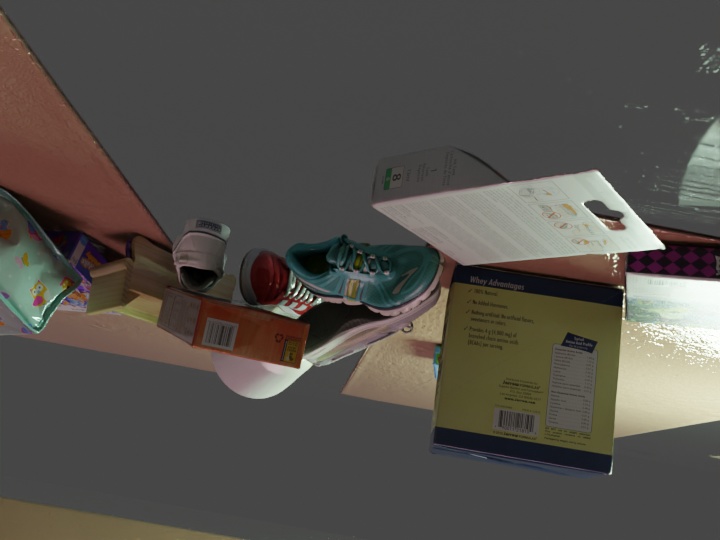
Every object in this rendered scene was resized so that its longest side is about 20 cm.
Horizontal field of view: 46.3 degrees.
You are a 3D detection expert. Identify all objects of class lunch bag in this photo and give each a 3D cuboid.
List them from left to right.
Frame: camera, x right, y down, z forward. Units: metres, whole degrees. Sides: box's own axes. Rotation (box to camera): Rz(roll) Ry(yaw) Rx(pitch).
[{"bbox_3d":[-0.469,-0.020,1.024,0.168,0.123,0.201,-4,133,38],"label":"lunch bag"}]

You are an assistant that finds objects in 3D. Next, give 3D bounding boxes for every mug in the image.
[{"bbox_3d":[-0.116,0.087,1.219,0.149,0.188,0.153,42,153,-10],"label":"mug"}]

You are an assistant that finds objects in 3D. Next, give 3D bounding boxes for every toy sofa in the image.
[{"bbox_3d":[-0.263,0.034,1.141,0.082,0.100,0.198,-11,156,38],"label":"toy sofa"}]

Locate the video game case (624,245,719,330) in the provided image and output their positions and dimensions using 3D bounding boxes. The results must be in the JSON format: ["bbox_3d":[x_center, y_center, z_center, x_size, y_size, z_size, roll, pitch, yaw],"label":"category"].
[{"bbox_3d":[0.364,0.023,0.835,0.195,0.037,0.181,5,163,20],"label":"video game case"}]

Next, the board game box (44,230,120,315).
[{"bbox_3d":[-0.440,0.001,1.184,0.195,0.046,0.135,3,146,24],"label":"board game box"}]

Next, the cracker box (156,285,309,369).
[{"bbox_3d":[-0.159,0.066,1.015,0.131,0.059,0.199,15,177,-24],"label":"cracker box"}]

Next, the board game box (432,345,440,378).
[{"bbox_3d":[0.225,0.174,1.457,0.195,0.037,0.152,8,165,9],"label":"board game box"}]

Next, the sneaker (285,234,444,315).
[{"bbox_3d":[0.000,0.000,0.923,0.196,0.079,0.080,-1,153,36],"label":"sneaker"}]

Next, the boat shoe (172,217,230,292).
[{"bbox_3d":[-0.201,-0.007,1.031,0.072,0.067,0.200,11,164,-7],"label":"boat shoe"}]

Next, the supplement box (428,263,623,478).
[{"bbox_3d":[0.188,0.120,0.978,0.195,0.205,0.135,8,165,5],"label":"supplement box"}]

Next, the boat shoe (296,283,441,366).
[{"bbox_3d":[0.010,0.056,1.000,0.199,0.076,0.065,-29,142,15],"label":"boat shoe"}]

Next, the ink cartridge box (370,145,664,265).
[{"bbox_3d":[0.131,-0.056,0.698,0.197,0.051,0.160,-7,157,37],"label":"ink cartridge box"}]

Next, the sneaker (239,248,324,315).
[{"bbox_3d":[-0.066,0.023,1.040,0.110,0.073,0.200,8,173,20],"label":"sneaker"}]
